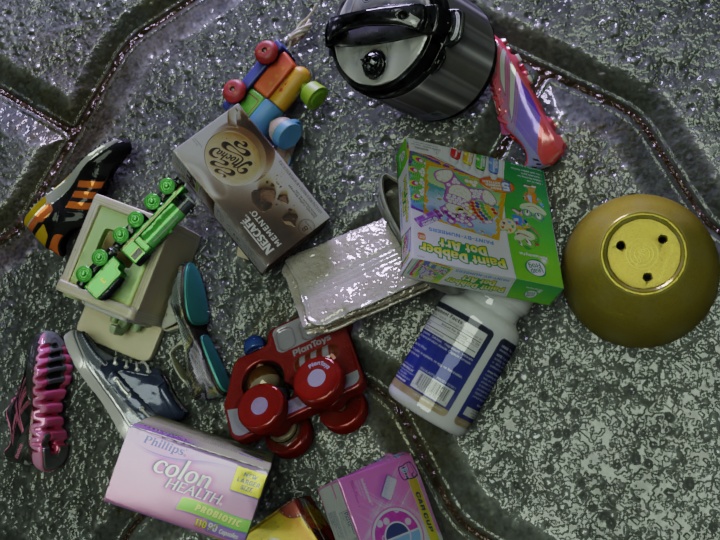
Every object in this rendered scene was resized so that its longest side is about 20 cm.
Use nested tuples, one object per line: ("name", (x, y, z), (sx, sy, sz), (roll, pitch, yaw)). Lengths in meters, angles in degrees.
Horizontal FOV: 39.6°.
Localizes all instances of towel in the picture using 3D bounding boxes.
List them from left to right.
("towel", (0.000, 0.000, 1.335), (0.200, 0.034, 0.133), (-24, 53, 0))

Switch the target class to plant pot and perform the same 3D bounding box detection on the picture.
("plant pot", (0.346, -0.010, 1.233), (0.200, 0.142, 0.200), (-2, 80, 12))

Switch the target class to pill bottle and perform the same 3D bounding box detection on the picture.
("pill bottle", (0.132, 0.100, 1.279), (0.116, 0.116, 0.200), (31, 88, 16))

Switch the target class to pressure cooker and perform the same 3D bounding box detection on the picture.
("pressure cooker", (0.063, -0.295, 1.294), (0.176, 0.200, 0.179), (-45, 59, 24))

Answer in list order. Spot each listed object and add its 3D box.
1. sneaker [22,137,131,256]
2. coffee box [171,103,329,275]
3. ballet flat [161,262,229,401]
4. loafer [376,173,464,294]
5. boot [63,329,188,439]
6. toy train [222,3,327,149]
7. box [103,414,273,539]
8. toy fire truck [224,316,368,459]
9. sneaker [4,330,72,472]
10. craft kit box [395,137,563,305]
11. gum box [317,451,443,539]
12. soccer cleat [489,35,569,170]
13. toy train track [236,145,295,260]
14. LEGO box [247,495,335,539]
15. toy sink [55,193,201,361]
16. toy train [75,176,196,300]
("sneaker", (-0.395, -0.106, 1.468), (0.200, 0.070, 0.090), (-41, 90, 4))
("coffee box", (-0.149, -0.107, 1.355), (0.113, 0.080, 0.200), (-38, 90, -14))
("ballet flat", (-0.240, 0.089, 1.393), (0.072, 0.072, 0.200), (-20, 77, 10))
("loafer", (0.076, -0.049, 1.283), (0.070, 0.070, 0.200), (-34, 52, -6))
("boot", (-0.329, 0.149, 1.410), (0.090, 0.073, 0.200), (-36, 83, -1))
("toy train", (-0.089, -0.272, 1.399), (0.116, 0.085, 0.200), (41, 92, 24))
("box", (-0.209, 0.260, 1.269), (0.176, 0.200, 0.097), (19, 84, -2))
("toy fire truck", (-0.090, 0.144, 1.340), (0.200, 0.112, 0.168), (-25, 52, 8))
("sneaker", (-0.472, 0.186, 1.435), (0.095, 0.079, 0.200), (-3, 79, 24))
("craft kit box", (0.145, -0.063, 1.250), (0.200, 0.049, 0.198), (10, 54, -16))
("gum box", (0.035, 0.336, 1.260), (0.113, 0.066, 0.200), (-13, 74, -32))
("soccer cleat", (0.205, -0.225, 1.343), (0.076, 0.067, 0.200), (-31, 78, 12))
("toy train track", (-0.133, -0.112, 1.418), (0.115, 0.033, 0.200), (18, 85, 15))
("LEGO box", (-0.116, 0.413, 1.307), (0.200, 0.077, 0.149), (-36, 76, 5))
("toy sink", (-0.334, 0.013, 1.404), (0.130, 0.112, 0.200), (21, 86, 16))
("toy train", (-0.297, -0.041, 1.332), (0.056, 0.042, 0.200), (43, 88, 8))
